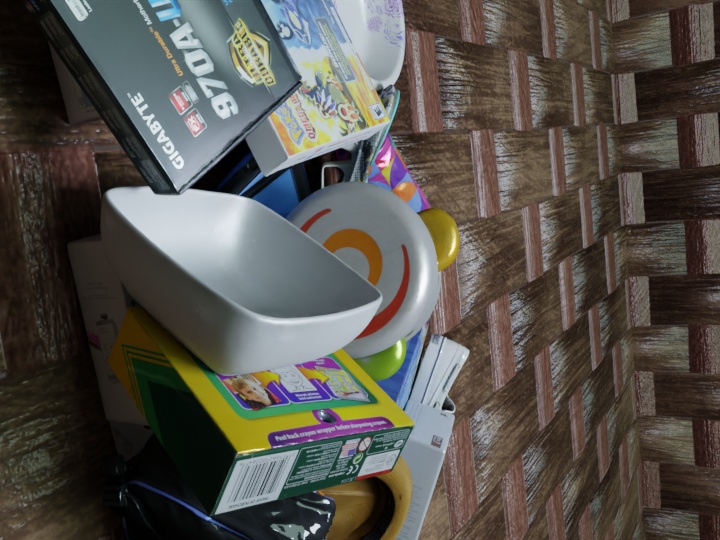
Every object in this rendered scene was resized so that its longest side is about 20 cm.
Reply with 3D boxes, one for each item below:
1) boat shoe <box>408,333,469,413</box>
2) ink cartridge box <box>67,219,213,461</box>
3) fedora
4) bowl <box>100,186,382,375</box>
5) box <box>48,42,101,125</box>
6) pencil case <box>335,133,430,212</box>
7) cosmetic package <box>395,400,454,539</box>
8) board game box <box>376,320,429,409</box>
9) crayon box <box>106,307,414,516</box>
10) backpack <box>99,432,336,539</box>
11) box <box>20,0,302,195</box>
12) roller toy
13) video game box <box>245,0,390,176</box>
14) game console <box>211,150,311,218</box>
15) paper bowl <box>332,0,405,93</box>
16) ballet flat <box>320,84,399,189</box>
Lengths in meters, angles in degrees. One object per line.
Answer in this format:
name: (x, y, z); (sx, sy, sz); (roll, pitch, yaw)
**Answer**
boat shoe: (0.100, 0.187, 1.017); (0.072, 0.064, 0.205); (-45, 152, -71)
ink cartridge box: (-0.182, 0.061, 0.669); (0.116, 0.066, 0.206); (-26, 110, -56)
fedora: (-0.031, 0.273, 0.862); (0.196, 0.081, 0.206); (-14, 117, -29)
bowl: (-0.100, 0.011, 0.595); (0.198, 0.198, 0.076); (-3, 123, -59)
box: (-0.201, -0.240, 0.616); (0.112, 0.099, 0.206); (-28, 112, -49)
pencil case: (0.040, -0.112, 1.029); (0.201, 0.086, 0.090); (57, 44, -42)
cosmetic package: (0.060, 0.287, 0.960); (0.102, 0.072, 0.205); (-46, 151, -70)
board game box: (0.040, 0.167, 0.966); (0.201, 0.042, 0.203); (95, 16, -52)
crayon box: (-0.078, 0.101, 0.598); (0.197, 0.172, 0.059); (6, 117, -49)
backpack: (-0.123, 0.214, 0.645); (0.198, 0.192, 0.155); (33, 44, 1)
box: (-0.149, -0.187, 0.557); (0.159, 0.045, 0.202); (-48, 123, -30)
roller toy: (0.000, 0.000, 0.816); (0.204, 0.179, 0.140); (-64, 167, 2)
video game box: (-0.072, -0.213, 0.724); (0.181, 0.046, 0.204); (-31, 95, -48)
game console: (-0.080, -0.075, 0.805); (0.119, 0.170, 0.200); (49, 42, -8)
paper bowl: (-0.029, -0.314, 0.896); (0.199, 0.102, 0.207); (13, 75, -61)
ballet flat: (-0.011, -0.136, 0.903); (0.072, 0.071, 0.204); (-25, 139, -55)
